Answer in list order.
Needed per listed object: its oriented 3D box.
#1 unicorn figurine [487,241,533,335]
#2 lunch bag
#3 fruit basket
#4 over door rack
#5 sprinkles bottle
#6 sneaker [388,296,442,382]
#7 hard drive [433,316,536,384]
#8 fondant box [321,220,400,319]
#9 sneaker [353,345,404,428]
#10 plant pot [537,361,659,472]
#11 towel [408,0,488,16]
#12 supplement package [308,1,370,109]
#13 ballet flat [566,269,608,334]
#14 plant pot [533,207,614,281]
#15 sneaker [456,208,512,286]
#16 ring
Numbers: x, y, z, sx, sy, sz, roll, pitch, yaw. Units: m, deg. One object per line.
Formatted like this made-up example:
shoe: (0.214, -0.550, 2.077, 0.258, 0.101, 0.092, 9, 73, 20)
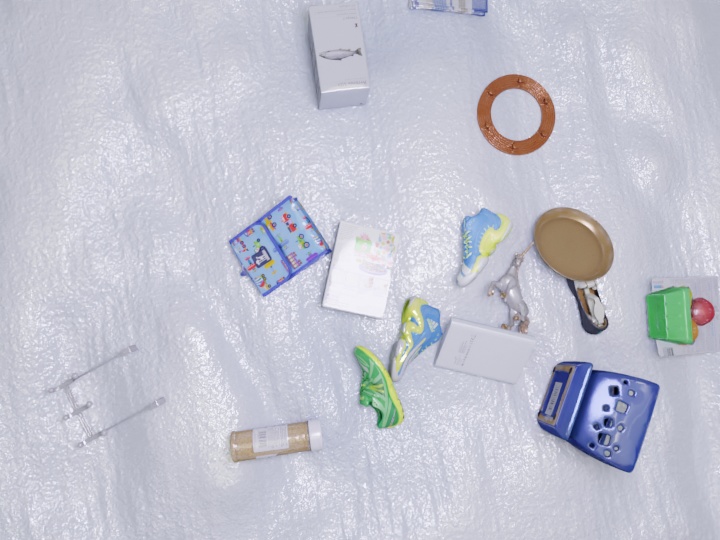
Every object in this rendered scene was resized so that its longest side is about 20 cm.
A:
unicorn figurine: (0.354, 0.051, 1.370, 0.137, 0.073, 0.202, -32, 117, -49)
lunch bag: (-0.190, -0.050, 1.330, 0.199, 0.094, 0.151, -34, 90, 5)
fruit basket: (0.787, 0.108, 1.422, 0.198, 0.094, 0.187, -2, 86, -22)
over door rack: (-0.549, 0.270, 1.269, 0.199, 0.067, 0.149, -28, 90, -7)
sprinkles bottle: (-0.183, 0.374, 1.298, 0.198, 0.068, 0.069, -6, 87, -6)
sneaker: (0.132, 0.164, 1.343, 0.104, 0.076, 0.202, 17, 83, -5)
hard drive: (0.282, 0.185, 1.348, 0.198, 0.026, 0.133, 13, 120, -5)
fondant box: (0.000, 0.000, 1.350, 0.143, 0.058, 0.202, 13, 86, -5)
sneaker: (0.030, 0.264, 1.326, 0.083, 0.074, 0.201, -25, 89, -11)
plant pot: (0.515, 0.310, 1.317, 0.179, 0.200, 0.201, 22, 84, 3)
towel: (0.215, -0.699, 1.441, 0.198, 0.024, 0.148, 2, 83, -8)
supplement package: (-0.051, -0.488, 1.350, 0.116, 0.117, 0.202, -8, 87, -7)
ballet flat: (0.541, 0.054, 1.397, 0.072, 0.073, 0.202, -15, 87, -7)
plant pot: (0.499, -0.059, 1.391, 0.198, 0.028, 0.201, 4, 61, -8)
sneaker: (0.262, -0.061, 1.375, 0.105, 0.076, 0.200, 37, 75, 8)
ring: (0.383, -0.382, 1.438, 0.199, 0.019, 0.202, 1, 85, -6)
